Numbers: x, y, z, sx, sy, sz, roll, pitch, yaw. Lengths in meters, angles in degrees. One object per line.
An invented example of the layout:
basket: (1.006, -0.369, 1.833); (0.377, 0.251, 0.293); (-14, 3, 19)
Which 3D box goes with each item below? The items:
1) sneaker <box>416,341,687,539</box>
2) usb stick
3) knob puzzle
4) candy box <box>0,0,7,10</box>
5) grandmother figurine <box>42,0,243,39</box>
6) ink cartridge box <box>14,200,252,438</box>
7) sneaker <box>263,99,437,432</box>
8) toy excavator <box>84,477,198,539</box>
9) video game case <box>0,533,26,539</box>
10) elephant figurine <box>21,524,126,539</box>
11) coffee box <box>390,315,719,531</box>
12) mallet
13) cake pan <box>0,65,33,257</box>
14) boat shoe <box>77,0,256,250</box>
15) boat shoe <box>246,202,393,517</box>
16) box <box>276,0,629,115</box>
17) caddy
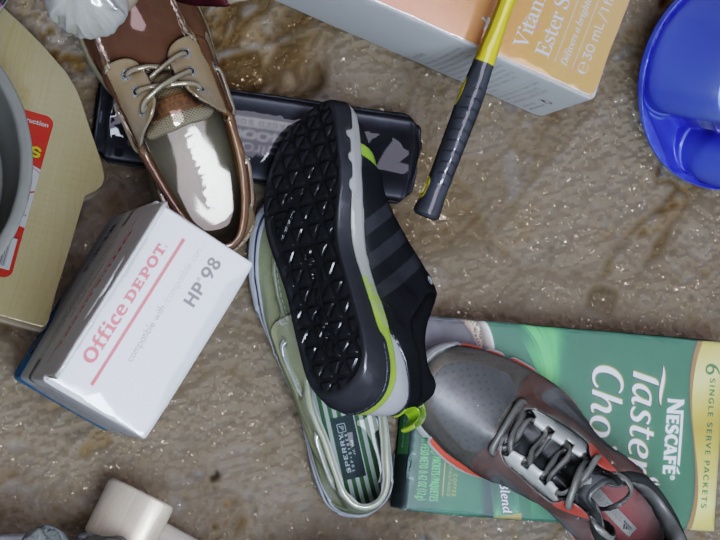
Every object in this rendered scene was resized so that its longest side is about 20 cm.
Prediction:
sneaker: (0.117, 0.109, 1.445); (0.200, 0.082, 0.077); (35, 83, -10)
usb stick: (-0.060, -0.079, 1.482); (0.200, 0.033, 0.056); (7, 94, -13)
knob puzzle: (-0.245, -0.073, 1.419); (0.219, 0.030, 0.220); (6, 64, -13)
candy box: (-0.269, -0.235, 1.411); (0.200, 0.061, 0.136); (33, 68, -10)
grandmother figurine: (-0.086, -0.191, 1.367); (0.200, 0.061, 0.121); (-31, 56, -6)
ink cartridge box: (-0.127, 0.029, 1.376); (0.067, 0.200, 0.116); (33, 81, -11)
sneaker: (0.000, 0.000, 1.438); (0.083, 0.072, 0.200); (14, 60, -43)
toy excavator: (-0.043, 0.196, 1.449); (0.194, 0.200, 0.100); (36, 77, -51)
video game case: (-0.240, 0.254, 1.432); (0.143, 0.018, 0.200); (0, 91, -13)
elephant figurine: (-0.106, 0.227, 1.338); (0.200, 0.155, 0.142); (16, 83, 21)
coffee box: (0.123, 0.093, 1.512); (0.200, 0.044, 0.123); (7, 86, -13)
mallet: (0.074, -0.124, 1.388); (0.041, 0.066, 0.200); (20, 84, -14)
cake pan: (-0.281, -0.058, 1.356); (0.200, 0.037, 0.200); (5, 69, -13)
boat shoe: (-0.106, -0.100, 1.413); (0.076, 0.072, 0.200); (-27, 105, -6)
boat shoe: (-0.015, 0.049, 1.472); (0.072, 0.062, 0.200); (-17, 91, -13)
box: (0.062, -0.202, 1.477); (0.200, 0.106, 0.152); (22, 83, -12)
caddy: (0.264, -0.132, 1.525); (0.200, 0.105, 0.141); (-40, 121, -11)
